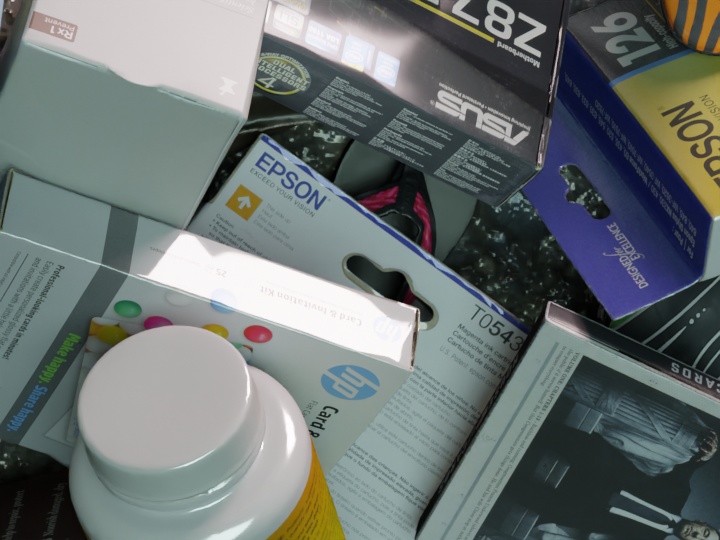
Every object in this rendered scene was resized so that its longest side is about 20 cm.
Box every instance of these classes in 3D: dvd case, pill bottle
[{"bbox_3d":[0.146,0.115,1.427,0.200,0.025,0.150,25,122,-5],"label":"dvd case"},{"bbox_3d":[-0.066,0.114,1.334,0.109,0.109,0.200,-25,141,-7],"label":"pill bottle"}]

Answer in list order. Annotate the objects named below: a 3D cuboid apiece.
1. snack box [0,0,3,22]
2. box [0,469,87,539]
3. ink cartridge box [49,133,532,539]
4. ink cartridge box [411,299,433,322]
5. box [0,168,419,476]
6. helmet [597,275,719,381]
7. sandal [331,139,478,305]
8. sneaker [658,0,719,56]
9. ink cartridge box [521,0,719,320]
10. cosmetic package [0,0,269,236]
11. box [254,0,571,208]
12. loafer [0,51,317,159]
[{"bbox_3d":[-0.215,-0.043,1.322,0.068,0.200,0.169,9,78,-16],"label":"snack box"},{"bbox_3d":[-0.197,0.213,1.412,0.200,0.164,0.166,-14,108,3],"label":"box"},{"bbox_3d":[-0.028,0.061,1.469,0.196,0.043,0.200,36,103,-8],"label":"ink cartridge box"},{"bbox_3d":[0.041,0.135,1.546,0.200,0.047,0.160,44,91,-2],"label":"ink cartridge box"},{"bbox_3d":[-0.096,0.040,1.366,0.200,0.041,0.156,19,141,-17],"label":"box"},{"bbox_3d":[0.218,0.025,1.486,0.200,0.200,0.191,41,74,-19],"label":"helmet"},{"bbox_3d":[0.000,0.000,1.489,0.075,0.045,0.200,32,93,-12],"label":"sandal"},{"bbox_3d":[0.183,-0.196,1.380,0.077,0.112,0.200,15,100,5],"label":"sneaker"},{"bbox_3d":[0.174,-0.078,1.436,0.200,0.198,0.047,-20,128,-9],"label":"ink cartridge box"},{"bbox_3d":[-0.123,-0.057,1.345,0.107,0.090,0.200,20,138,-12],"label":"cosmetic package"},{"bbox_3d":[0.003,-0.140,1.410,0.200,0.049,0.161,25,54,-18],"label":"box"},{"bbox_3d":[-0.077,-0.086,1.447,0.200,0.073,0.071,-3,126,-5],"label":"loafer"}]
